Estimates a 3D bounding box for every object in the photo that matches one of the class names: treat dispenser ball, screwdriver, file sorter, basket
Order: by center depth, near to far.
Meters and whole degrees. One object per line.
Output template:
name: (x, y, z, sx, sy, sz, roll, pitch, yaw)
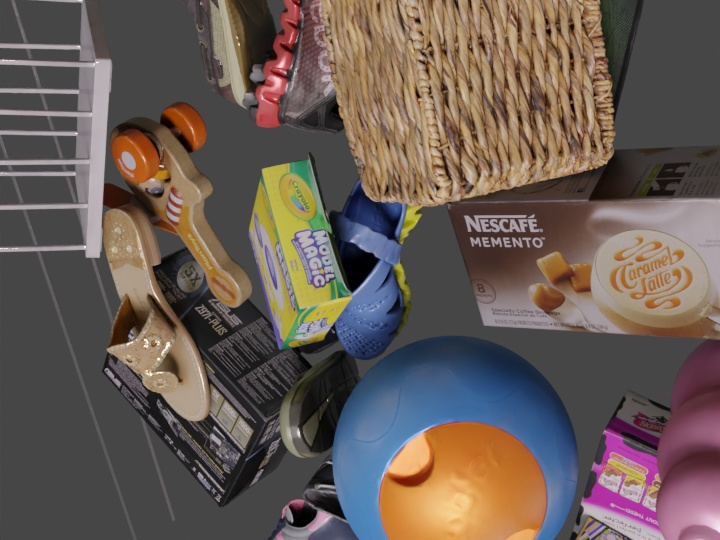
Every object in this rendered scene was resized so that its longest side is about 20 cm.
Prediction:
basket: (0.068, -0.153, 0.722, 0.143, 0.148, 0.202, 9, 112, 64)
treat dispenser ball: (0.077, 0.155, 0.866, 0.200, 0.201, 0.202, 18, 128, 25)
file sorter: (-0.295, -0.132, 0.944, 0.139, 0.124, 0.201, -115, 31, -48)
screwdriver: (-0.080, 0.087, 1.051, 0.200, 0.029, 0.028, -31, 99, 41)

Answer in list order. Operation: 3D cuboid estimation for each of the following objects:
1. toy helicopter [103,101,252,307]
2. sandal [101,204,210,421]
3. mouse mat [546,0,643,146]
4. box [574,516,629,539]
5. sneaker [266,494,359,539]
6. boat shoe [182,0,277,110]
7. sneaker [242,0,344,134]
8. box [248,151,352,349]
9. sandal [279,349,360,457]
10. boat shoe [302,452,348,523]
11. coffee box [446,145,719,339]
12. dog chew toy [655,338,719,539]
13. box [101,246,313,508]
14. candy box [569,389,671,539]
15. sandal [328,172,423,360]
toy helicopter: (-0.172, -0.050, 0.995, 0.132, 0.079, 0.201, -21, 105, 49)
sandal: (-0.207, 0.050, 0.965, 0.077, 0.069, 0.213, -11, 99, 39)
mouse mat: (0.115, -0.161, 0.762, 0.160, 0.008, 0.201, 23, 131, 22)
box: (0.159, 0.286, 0.808, 0.070, 0.200, 0.065, 28, 131, 19)
sneaker: (-0.071, 0.295, 1.172, 0.199, 0.070, 0.083, -27, 85, 41)
boat shoe: (-0.111, -0.222, 0.839, 0.066, 0.072, 0.202, 11, 129, 24)
sneaker: (-0.018, -0.189, 0.798, 0.097, 0.071, 0.201, 20, 120, 0)
box: (-0.051, -0.010, 0.863, 0.200, 0.048, 0.118, 126, 129, -71)
sandal: (-0.039, 0.117, 0.940, 0.057, 0.201, 0.080, -13, 87, 18)
boat shoe: (0.034, 0.242, 1.047, 0.198, 0.068, 0.074, 22, 130, 22)
coffee box: (0.176, -0.021, 0.755, 0.199, 0.080, 0.115, 2, 125, 34)
dog chew toy: (0.258, 0.124, 0.714, 0.124, 0.200, 0.125, 18, 127, 25)
box: (-0.153, 0.105, 1.057, 0.200, 0.086, 0.164, 44, 136, 17)
candy box: (0.251, 0.213, 0.876, 0.136, 0.061, 0.201, 24, 130, 21)
sandal: (0.000, 0.000, 0.898, 0.079, 0.087, 0.201, 20, 131, 21)
